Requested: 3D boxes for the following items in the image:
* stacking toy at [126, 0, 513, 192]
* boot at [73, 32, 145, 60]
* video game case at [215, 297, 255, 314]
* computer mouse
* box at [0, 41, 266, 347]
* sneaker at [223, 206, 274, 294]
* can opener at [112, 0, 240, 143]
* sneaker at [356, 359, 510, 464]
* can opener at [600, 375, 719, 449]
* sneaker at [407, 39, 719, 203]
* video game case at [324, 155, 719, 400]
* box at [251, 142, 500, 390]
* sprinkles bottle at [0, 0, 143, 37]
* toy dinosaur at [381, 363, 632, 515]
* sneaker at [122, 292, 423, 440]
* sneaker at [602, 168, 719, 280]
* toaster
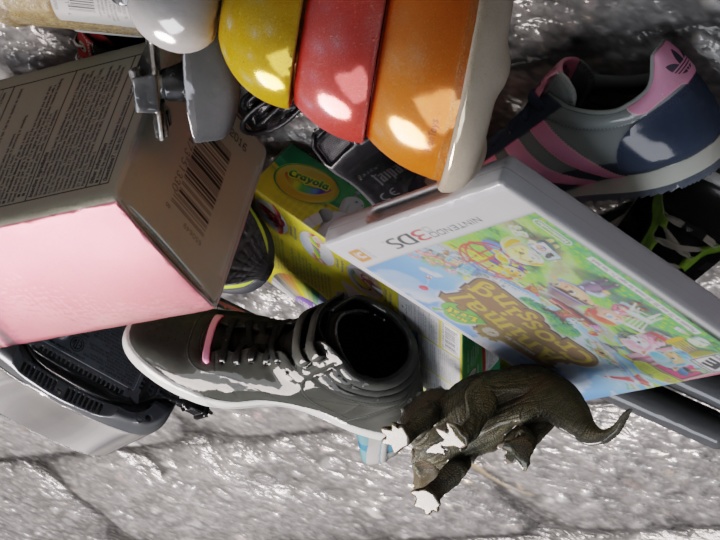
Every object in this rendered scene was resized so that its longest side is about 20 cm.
[{"bbox_3d":[-0.022,-0.128,1.211,0.199,0.147,0.146,11,151,-2],"label":"stacking toy"},{"bbox_3d":[-0.180,-0.117,1.461,0.199,0.073,0.144,3,143,23],"label":"boot"},{"bbox_3d":[-0.150,0.002,1.578,0.143,0.017,0.200,24,179,41],"label":"video game case"},{"bbox_3d":[0.036,-0.094,1.366,0.140,0.046,0.200,-32,137,27],"label":"computer mouse"},{"bbox_3d":[-0.176,-0.041,1.394,0.199,0.128,0.109,-10,137,32],"label":"box"},{"bbox_3d":[-0.113,-0.028,1.538,0.081,0.074,0.200,31,177,-41],"label":"sneaker"},{"bbox_3d":[-0.102,-0.165,1.259,0.067,0.053,0.201,-4,114,-3],"label":"can opener"},{"bbox_3d":[0.061,0.090,1.627,0.130,0.080,0.200,-3,171,1],"label":"sneaker"},{"bbox_3d":[0.156,0.061,1.515,0.199,0.067,0.053,24,108,-5],"label":"can opener"},{"bbox_3d":[0.107,-0.079,1.312,0.199,0.070,0.082,-12,113,28],"label":"sneaker"},{"bbox_3d":[0.104,0.011,1.331,0.200,0.022,0.182,32,155,-23],"label":"video game case"},{"bbox_3d":[0.000,0.000,1.502,0.200,0.048,0.117,33,155,19],"label":"box"},{"bbox_3d":[-0.118,-0.165,1.330,0.199,0.068,0.068,8,148,26],"label":"sprinkles bottle"},{"bbox_3d":[0.077,0.087,1.394,0.200,0.102,0.077,-30,102,39],"label":"toy dinosaur"},{"bbox_3d":[-0.050,0.044,1.468,0.199,0.071,0.099,14,149,1],"label":"sneaker"},{"bbox_3d":[0.174,0.001,1.383,0.072,0.083,0.200,28,151,-10],"label":"sneaker"},{"bbox_3d":[-0.212,0.063,1.741,0.200,0.114,0.129,29,155,-14],"label":"toaster"}]
